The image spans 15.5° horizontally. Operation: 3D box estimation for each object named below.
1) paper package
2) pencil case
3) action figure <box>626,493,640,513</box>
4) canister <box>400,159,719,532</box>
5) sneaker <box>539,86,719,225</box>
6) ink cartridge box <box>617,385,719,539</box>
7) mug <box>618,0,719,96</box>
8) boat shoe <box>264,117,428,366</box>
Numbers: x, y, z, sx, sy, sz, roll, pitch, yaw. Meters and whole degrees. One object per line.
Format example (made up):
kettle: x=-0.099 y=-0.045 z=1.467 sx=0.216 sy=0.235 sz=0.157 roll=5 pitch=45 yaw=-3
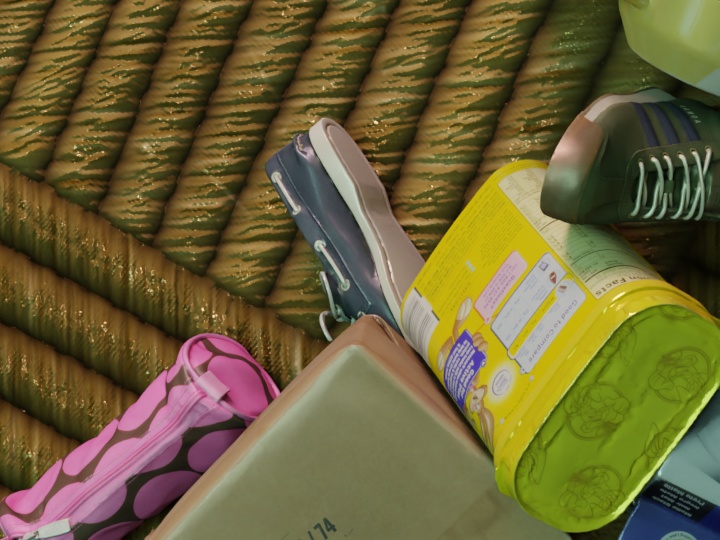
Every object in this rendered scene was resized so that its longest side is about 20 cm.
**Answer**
paper package: x=0.000 y=0.160 z=1.593 sx=0.191 sy=0.103 sz=0.200 roll=43 pitch=100 yaw=-2
pencil case: x=-0.147 y=0.127 z=1.732 sx=0.200 sy=0.094 sz=0.091 roll=-42 pitch=70 yaw=17
action figure: x=0.185 y=0.079 z=1.580 sx=0.200 sy=0.069 sz=0.130 roll=-10 pitch=76 yaw=22
canister: x=0.112 y=0.037 z=1.533 sx=0.149 sy=0.086 sz=0.200 roll=-54 pitch=32 yaw=12
sneaker: x=0.180 y=-0.061 z=1.529 sx=0.090 sy=0.200 sz=0.067 roll=21 pitch=111 yaw=20
ink cartridge box: x=0.270 y=0.120 z=1.497 sx=0.199 sy=0.041 sz=0.200 roll=25 pitch=89 yaw=0
mug: x=0.209 y=-0.192 z=1.550 sx=0.186 sy=0.149 sz=0.153 roll=23 pitch=107 yaw=-1
boat shoe: x=0.000 y=0.000 z=1.677 sx=0.062 sy=0.075 sz=0.200 roll=-34 pitch=76 yaw=21
